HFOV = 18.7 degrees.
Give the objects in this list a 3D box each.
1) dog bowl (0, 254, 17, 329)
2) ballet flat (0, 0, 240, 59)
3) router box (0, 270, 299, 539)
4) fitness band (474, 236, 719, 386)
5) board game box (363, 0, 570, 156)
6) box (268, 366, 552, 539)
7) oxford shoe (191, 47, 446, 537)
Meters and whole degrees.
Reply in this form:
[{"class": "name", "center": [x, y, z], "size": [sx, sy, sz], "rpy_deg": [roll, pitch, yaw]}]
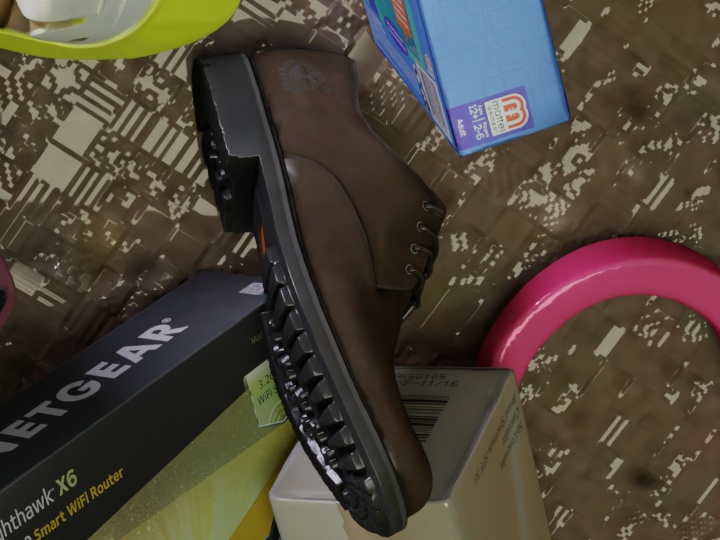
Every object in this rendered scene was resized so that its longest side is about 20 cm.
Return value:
[{"class": "dog bowl", "center": [-0.199, -0.029, 0.758], "size": [0.074, 0.200, 0.201], "rpy_deg": [-41, 113, -15]}, {"class": "ballet flat", "center": [-0.137, -0.111, 0.800], "size": [0.199, 0.067, 0.067], "rpy_deg": [9, 107, -14]}, {"class": "router box", "center": [-0.086, 0.113, 0.837], "size": [0.200, 0.052, 0.158], "rpy_deg": [-37, 123, -45]}, {"class": "fitness band", "center": [0.121, 0.081, 0.938], "size": [0.143, 0.037, 0.201], "rpy_deg": [-24, 114, -2]}, {"class": "board game box", "center": [0.013, -0.158, 0.766], "size": [0.045, 0.152, 0.201], "rpy_deg": [-18, 113, -4]}, {"class": "box", "center": [0.034, 0.146, 0.894], "size": [0.077, 0.095, 0.201], "rpy_deg": [-1, 122, 24]}, {"class": "oxford shoe", "center": [0.000, 0.000, 0.817], "size": [0.084, 0.073, 0.201], "rpy_deg": [-11, 69, -14]}]
